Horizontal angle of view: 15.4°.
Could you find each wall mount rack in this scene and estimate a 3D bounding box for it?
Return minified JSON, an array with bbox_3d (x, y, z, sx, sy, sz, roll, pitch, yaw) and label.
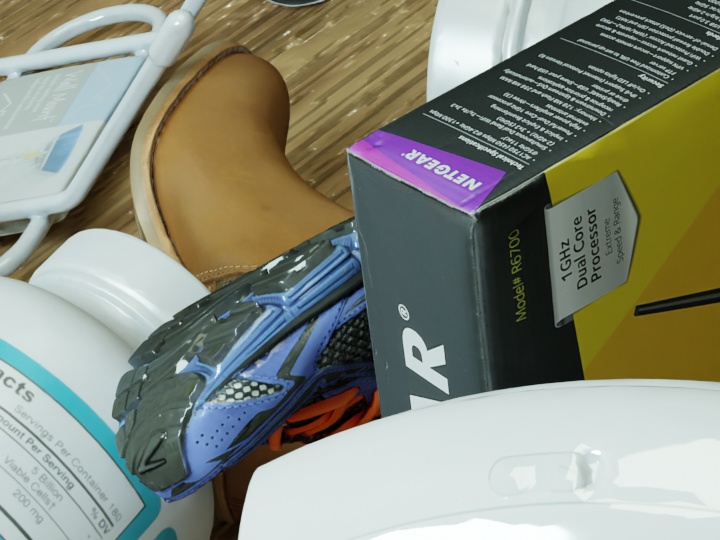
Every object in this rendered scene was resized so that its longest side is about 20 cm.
[{"bbox_3d":[-0.106,-0.074,0.952,0.173,0.075,0.200,-10,32,24],"label":"wall mount rack"}]

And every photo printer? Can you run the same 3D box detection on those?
[{"bbox_3d":[0.055,0.123,0.554,0.165,0.202,0.069,-3,3,17],"label":"photo printer"}]

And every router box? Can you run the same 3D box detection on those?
[{"bbox_3d":[0.076,0.029,0.689,0.149,0.201,0.051,-30,40,-28],"label":"router box"}]

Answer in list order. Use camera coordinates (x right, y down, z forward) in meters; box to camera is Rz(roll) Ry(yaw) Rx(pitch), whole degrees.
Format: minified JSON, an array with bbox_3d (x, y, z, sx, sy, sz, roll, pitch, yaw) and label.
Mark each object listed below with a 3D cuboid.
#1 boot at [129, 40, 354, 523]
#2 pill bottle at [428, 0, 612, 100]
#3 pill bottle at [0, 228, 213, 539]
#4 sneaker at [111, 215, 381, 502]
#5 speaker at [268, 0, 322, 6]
[{"bbox_3d":[0.000,0.000,0.848,0.154,0.077,0.201,0,38,12],"label":"boot"},{"bbox_3d":[0.128,-0.059,0.870,0.199,0.112,0.111,7,37,19],"label":"pill bottle"},{"bbox_3d":[-0.113,0.078,0.708,0.110,0.111,0.200,19,50,32],"label":"pill bottle"},{"bbox_3d":[0.017,0.021,0.712,0.199,0.079,0.075,-25,-3,-43],"label":"sneaker"},{"bbox_3d":[-0.071,-0.183,1.118,0.081,0.082,0.200,-25,39,-25],"label":"speaker"}]
